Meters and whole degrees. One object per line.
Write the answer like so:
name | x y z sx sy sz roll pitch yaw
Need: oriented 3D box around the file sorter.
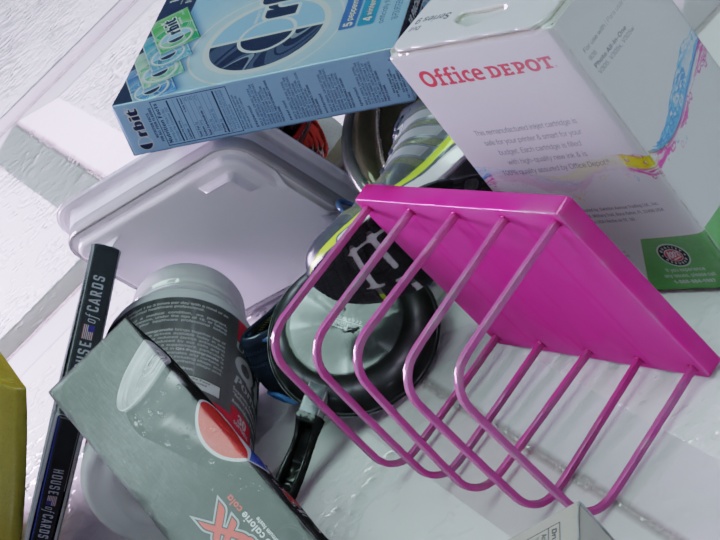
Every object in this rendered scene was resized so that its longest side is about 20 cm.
file sorter | 0.065 0.046 1.178 0.126 0.139 0.200 -54 28 -17

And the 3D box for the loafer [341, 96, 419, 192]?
loafer | 0.032 -0.111 1.408 0.070 0.075 0.201 -43 40 36

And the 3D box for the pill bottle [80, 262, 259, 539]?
pill bottle | -0.123 0.082 1.417 0.111 0.111 0.200 -33 27 20

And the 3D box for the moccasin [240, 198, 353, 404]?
moccasin | 0.000 0.000 1.417 0.200 0.068 0.080 -51 26 -23

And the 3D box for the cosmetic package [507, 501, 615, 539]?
cosmetic package | 0.045 0.208 1.025 0.200 0.073 0.104 -30 27 23

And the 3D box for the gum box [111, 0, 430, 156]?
gum box | -0.048 -0.156 1.407 0.199 0.045 0.170 -9 35 19

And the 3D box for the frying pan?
frying pan | -0.032 0.064 1.347 0.190 0.031 0.115 -44 62 -10

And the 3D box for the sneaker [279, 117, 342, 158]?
sneaker | -0.054 -0.094 1.550 0.201 0.067 0.108 -20 -15 -46

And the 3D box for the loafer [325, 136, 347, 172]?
loafer | 0.036 -0.108 1.528 0.200 0.076 0.068 -39 31 8

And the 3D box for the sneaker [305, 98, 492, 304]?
sneaker | 0.042 -0.058 1.316 0.200 0.074 0.081 -41 38 -8

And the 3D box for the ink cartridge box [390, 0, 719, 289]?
ink cartridge box | 0.133 -0.086 1.208 0.145 0.200 0.088 -3 45 54

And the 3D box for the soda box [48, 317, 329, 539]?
soda box | -0.095 0.123 1.246 0.071 0.063 0.200 -43 63 -1

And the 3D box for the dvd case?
dvd case | -0.200 0.101 1.442 0.200 0.025 0.151 112 168 -47

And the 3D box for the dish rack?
dish rack | -0.099 -0.025 1.488 0.200 0.171 0.044 -28 45 35

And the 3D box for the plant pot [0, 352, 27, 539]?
plant pot | -0.332 0.129 1.469 0.200 0.199 0.177 37 109 64
